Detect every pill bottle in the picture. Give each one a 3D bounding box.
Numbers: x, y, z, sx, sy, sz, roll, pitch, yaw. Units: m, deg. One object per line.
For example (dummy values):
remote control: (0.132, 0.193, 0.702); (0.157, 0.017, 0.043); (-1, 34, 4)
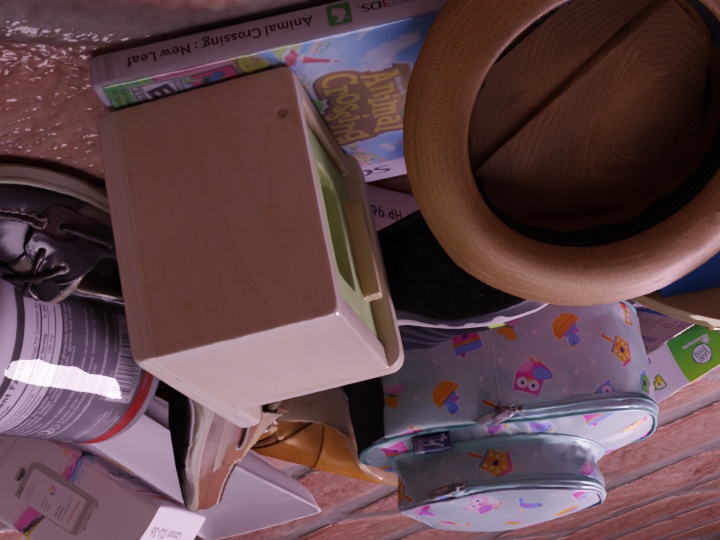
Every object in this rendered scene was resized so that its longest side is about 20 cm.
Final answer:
pill bottle: (-0.227, 0.043, 0.918); (0.115, 0.117, 0.200); (-22, 158, 30)

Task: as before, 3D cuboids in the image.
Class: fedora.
fedora: (0.113, -0.082, 0.733); (0.199, 0.202, 0.082); (-10, -164, -4)

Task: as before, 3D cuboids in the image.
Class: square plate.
square plate: (-0.152, 0.145, 1.142); (0.199, 0.029, 0.198); (32, 150, -20)

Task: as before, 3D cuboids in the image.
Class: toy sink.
toy sink: (-0.048, -0.003, 0.794); (0.111, 0.131, 0.200); (-14, 162, 7)

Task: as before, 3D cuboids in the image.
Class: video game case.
video game case: (-0.032, -0.084, 0.801); (0.181, 0.022, 0.200); (-12, 162, 3)

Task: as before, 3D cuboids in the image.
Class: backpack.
backpack: (0.103, 0.094, 1.002); (0.199, 0.154, 0.176); (-19, 159, 9)

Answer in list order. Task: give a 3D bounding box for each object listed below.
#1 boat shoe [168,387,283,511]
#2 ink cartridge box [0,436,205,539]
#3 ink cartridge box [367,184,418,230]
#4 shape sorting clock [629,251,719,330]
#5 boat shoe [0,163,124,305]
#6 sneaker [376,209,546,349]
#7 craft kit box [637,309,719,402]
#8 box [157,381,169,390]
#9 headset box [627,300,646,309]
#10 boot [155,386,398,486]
boat shoe: (-0.086, 0.089, 0.978); (0.073, 0.076, 0.201); (-4, 139, -15)
ink cartridge box: (-0.185, 0.165, 1.025); (0.199, 0.068, 0.116); (30, 175, 15)
ink cartridge box: (0.000, 0.000, 0.998); (0.199, 0.068, 0.116); (-26, 157, 38)
shape sorting clock: (0.194, -0.037, 0.817); (0.199, 0.200, 0.039); (-6, 131, -15)
boat shoe: (-0.176, -0.014, 0.856); (0.072, 0.065, 0.199); (-23, 158, 35)
sneaker: (0.043, 0.007, 0.861); (0.199, 0.072, 0.083); (-9, 164, 40)
craft kit box: (0.178, 0.094, 1.219); (0.197, 0.049, 0.200); (-27, -174, -6)
box: (-0.181, 0.062, 1.112); (0.199, 0.049, 0.117); (-4, 162, -25)
headset box: (0.229, -0.030, 1.032); (0.199, 0.075, 0.149); (-4, 160, -22)
boot: (-0.054, 0.121, 1.148); (0.201, 0.071, 0.144); (28, 152, -32)
